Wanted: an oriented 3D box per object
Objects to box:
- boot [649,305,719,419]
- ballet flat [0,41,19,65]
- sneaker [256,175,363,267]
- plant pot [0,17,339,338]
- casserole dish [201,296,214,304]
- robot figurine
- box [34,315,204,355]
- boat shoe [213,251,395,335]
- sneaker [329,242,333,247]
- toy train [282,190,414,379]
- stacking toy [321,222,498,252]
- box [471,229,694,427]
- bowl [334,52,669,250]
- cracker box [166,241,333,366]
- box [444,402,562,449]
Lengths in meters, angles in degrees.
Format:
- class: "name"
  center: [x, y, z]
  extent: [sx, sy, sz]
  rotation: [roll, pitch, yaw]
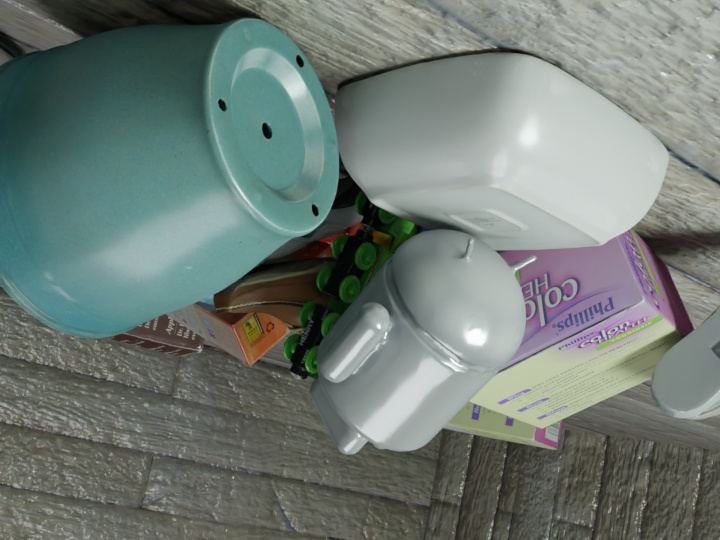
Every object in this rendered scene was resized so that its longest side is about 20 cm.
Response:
- class: "boot"
  center: [0.331, 0.052, 0.820]
  extent: [0.199, 0.074, 0.095]
  rotation: [-39, 153, 16]
- class: "ballet flat"
  center: [-0.307, -0.157, 0.715]
  extent: [0.068, 0.071, 0.200]
  rotation: [11, 169, 7]
- class: "sneaker"
  center: [-0.071, -0.075, 0.840]
  extent: [0.198, 0.116, 0.075]
  rotation: [-25, -168, -36]
- class: "plant pot"
  center: [-0.122, -0.073, 0.647]
  extent: [0.185, 0.205, 0.199]
  rotation: [-14, 157, 31]
- class: "casserole dish"
  center: [-0.170, -0.044, 0.891]
  extent: [0.201, 0.039, 0.121]
  rotation: [54, 180, -8]
- class: "robot figurine"
  center: [0.043, 0.051, 0.723]
  extent: [0.168, 0.114, 0.201]
  rotation: [-1, 139, -50]
- class: "box"
  center: [-0.281, 0.001, 1.211]
  extent: [0.196, 0.170, 0.164]
  rotation: [16, 169, -17]
- class: "boat shoe"
  center: [-0.029, 0.027, 0.850]
  extent: [0.196, 0.076, 0.075]
  rotation: [-5, 179, -32]
- class: "sneaker"
  center: [0.014, -0.013, 1.026]
  extent: [0.197, 0.089, 0.075]
  rotation: [19, 169, -24]
- class: "toy train"
  center: [0.000, 0.000, 0.804]
  extent: [0.041, 0.203, 0.056]
  rotation: [21, 173, 43]
- class: "stacking toy"
  center: [0.037, -0.033, 0.950]
  extent: [0.196, 0.087, 0.085]
  rotation: [20, 169, 0]
- class: "box"
  center: [0.183, 0.048, 0.872]
  extent: [0.174, 0.098, 0.199]
  rotation: [-29, 152, 23]
- class: "bowl"
  center: [0.094, -0.069, 0.688]
  extent: [0.198, 0.076, 0.198]
  rotation: [21, 165, -40]
- class: "cracker box"
  center: [-0.132, 0.003, 1.010]
  extent: [0.198, 0.134, 0.058]
  rotation: [22, 143, 42]
- class: "box"
  center: [0.172, 0.128, 1.308]
  extent: [0.196, 0.180, 0.096]
  rotation: [5, 167, 32]
